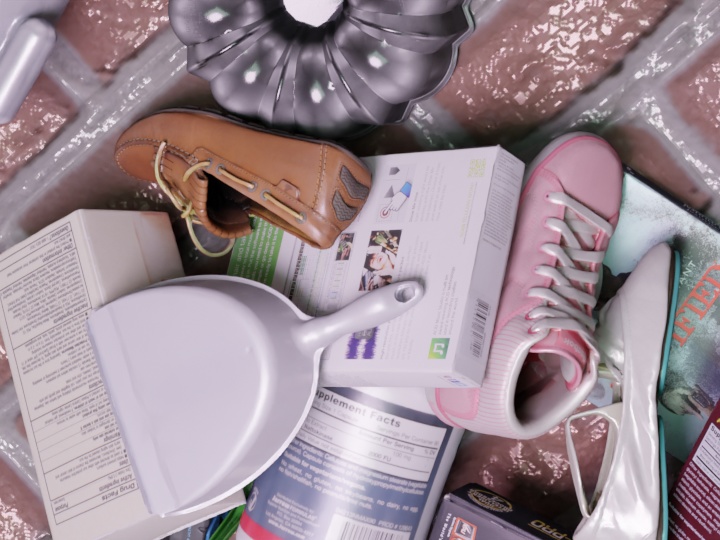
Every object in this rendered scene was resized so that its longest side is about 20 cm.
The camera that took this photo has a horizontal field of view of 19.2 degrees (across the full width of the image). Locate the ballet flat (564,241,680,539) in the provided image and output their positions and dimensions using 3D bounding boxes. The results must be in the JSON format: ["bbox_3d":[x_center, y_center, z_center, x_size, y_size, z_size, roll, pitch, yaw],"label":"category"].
[{"bbox_3d":[0.159,0.078,1.300,0.069,0.069,0.200,3,80,10],"label":"ballet flat"}]

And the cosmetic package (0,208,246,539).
[{"bbox_3d":[-0.157,0.071,1.356,0.103,0.087,0.200,-24,74,37],"label":"cosmetic package"}]

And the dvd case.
[{"bbox_3d":[0.205,0.040,1.361,0.200,0.022,0.146,34,110,1],"label":"dvd case"}]

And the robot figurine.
[{"bbox_3d":[-0.252,-0.165,1.342,0.170,0.113,0.200,47,114,37],"label":"robot figurine"}]

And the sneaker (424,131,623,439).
[{"bbox_3d":[0.120,0.014,1.275,0.075,0.105,0.200,31,85,-27],"label":"sneaker"}]

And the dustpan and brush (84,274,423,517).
[{"bbox_3d":[-0.055,0.049,1.259,0.200,0.057,0.140,-27,76,27],"label":"dustpan and brush"}]

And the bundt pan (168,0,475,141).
[{"bbox_3d":[-0.030,-0.170,1.317,0.202,0.076,0.202,3,107,9],"label":"bundt pan"}]

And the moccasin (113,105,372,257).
[{"bbox_3d":[-0.082,-0.052,1.327,0.201,0.074,0.078,17,74,36],"label":"moccasin"}]

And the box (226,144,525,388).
[{"bbox_3d":[0.000,0.000,1.301,0.200,0.036,0.145,-1,68,38],"label":"box"}]

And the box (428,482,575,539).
[{"bbox_3d":[0.097,0.256,1.327,0.161,0.049,0.200,25,105,22],"label":"box"}]

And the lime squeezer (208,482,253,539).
[{"bbox_3d":[-0.063,0.118,1.417,0.038,0.071,0.200,23,79,30],"label":"lime squeezer"}]

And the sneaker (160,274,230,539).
[{"bbox_3d":[-0.121,0.094,1.414,0.082,0.073,0.200,15,107,10],"label":"sneaker"}]

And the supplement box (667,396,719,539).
[{"bbox_3d":[0.241,0.158,1.326,0.061,0.109,0.200,47,125,39],"label":"supplement box"}]

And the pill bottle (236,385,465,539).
[{"bbox_3d":[0.005,0.101,1.360,0.119,0.120,0.200,20,95,5],"label":"pill bottle"}]
